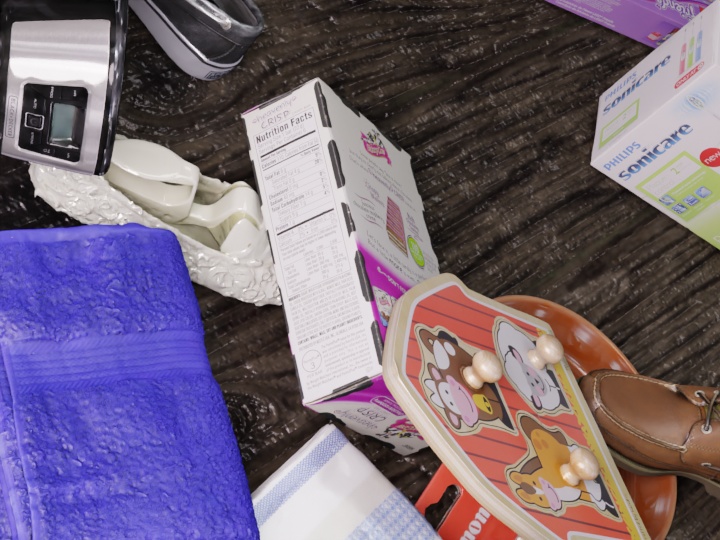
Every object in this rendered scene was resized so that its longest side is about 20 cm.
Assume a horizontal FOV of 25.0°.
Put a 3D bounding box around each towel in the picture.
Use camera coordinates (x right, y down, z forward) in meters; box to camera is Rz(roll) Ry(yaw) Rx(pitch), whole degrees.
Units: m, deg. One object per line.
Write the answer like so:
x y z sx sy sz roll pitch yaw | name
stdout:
-0.142 0.067 0.863 0.147 0.050 0.201 -8 65 -24 | towel
0.000 0.200 0.899 0.200 0.024 0.147 47 61 -1 | towel

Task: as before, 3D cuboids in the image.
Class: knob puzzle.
0.088 0.076 0.938 0.219 0.030 0.220 37 30 -25 | knob puzzle

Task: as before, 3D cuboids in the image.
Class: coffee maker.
-0.227 -0.143 0.864 0.199 0.135 0.193 3 65 -16 | coffee maker

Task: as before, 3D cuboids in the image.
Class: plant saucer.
0.128 0.112 1.084 0.200 0.032 0.201 20 52 -27 | plant saucer

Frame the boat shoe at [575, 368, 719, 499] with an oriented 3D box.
0.231 0.105 1.101 0.199 0.068 0.072 20 52 -28 | boat shoe

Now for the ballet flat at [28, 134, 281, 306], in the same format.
-0.103 -0.035 0.976 0.199 0.072 0.072 23 50 -26 | ballet flat

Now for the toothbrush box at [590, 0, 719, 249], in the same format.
0.307 -0.099 1.291 0.200 0.146 0.086 32 47 -18 | toothbrush box

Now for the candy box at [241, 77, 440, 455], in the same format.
0.000 0.000 1.000 0.136 0.061 0.201 35 38 -57 | candy box

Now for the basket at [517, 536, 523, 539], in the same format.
0.021 0.236 0.809 0.199 0.123 0.136 -24 80 -28 | basket

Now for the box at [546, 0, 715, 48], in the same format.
0.228 -0.270 1.420 0.199 0.039 0.137 17 51 -29 | box

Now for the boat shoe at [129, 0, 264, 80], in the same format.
-0.142 -0.218 1.065 0.200 0.068 0.074 52 43 2 | boat shoe

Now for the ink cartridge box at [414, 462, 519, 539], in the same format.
0.117 0.198 0.977 0.200 0.050 0.109 40 69 -11 | ink cartridge box
